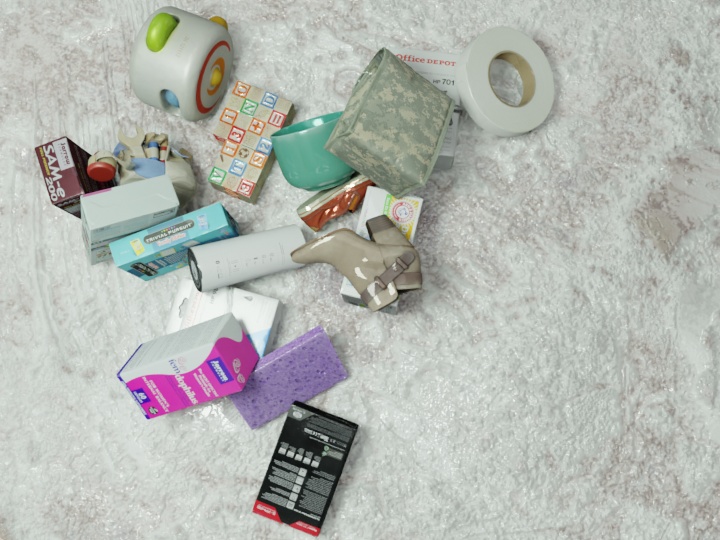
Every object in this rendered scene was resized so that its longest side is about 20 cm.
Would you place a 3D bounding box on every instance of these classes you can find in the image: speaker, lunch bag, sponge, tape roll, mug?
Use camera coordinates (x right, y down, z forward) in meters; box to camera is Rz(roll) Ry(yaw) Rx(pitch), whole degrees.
[{"bbox_3d":[-0.197,-0.024,1.255,0.200,0.081,0.081,-16,80,-24],"label":"speaker"},{"bbox_3d":[0.058,-0.253,1.196,0.164,0.118,0.200,32,69,-19],"label":"lunch bag"},{"bbox_3d":[-0.131,0.189,1.247,0.200,0.030,0.112,-29,120,-4],"label":"sponge"},{"bbox_3d":[0.269,-0.348,1.312,0.202,0.037,0.203,3,83,-25],"label":"tape roll"},{"bbox_3d":[-0.059,-0.216,1.282,0.185,0.152,0.115,-20,108,-11],"label":"mug"}]

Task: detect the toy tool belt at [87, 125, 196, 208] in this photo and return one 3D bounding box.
[{"bbox_3d":[-0.390,-0.196,1.275,0.125,0.200,0.123,-34,53,38],"label":"toy tool belt"}]

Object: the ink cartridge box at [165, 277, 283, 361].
[{"bbox_3d":[-0.252,0.085,1.278,0.200,0.067,0.116,15,82,3],"label":"ink cartridge box"}]

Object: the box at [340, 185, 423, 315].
[{"bbox_3d":[0.039,-0.035,1.269,0.101,0.113,0.200,14,80,4],"label":"box"}]

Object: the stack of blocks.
[{"bbox_3d":[-0.215,-0.240,1.335,0.115,0.059,0.200,22,82,5],"label":"stack of blocks"}]

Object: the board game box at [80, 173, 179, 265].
[{"bbox_3d":[-0.400,-0.083,1.222,0.147,0.200,0.064,-18,80,-25],"label":"board game box"}]

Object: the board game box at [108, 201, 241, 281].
[{"bbox_3d":[-0.319,-0.048,1.259,0.200,0.151,0.047,-21,80,-2],"label":"board game box"}]

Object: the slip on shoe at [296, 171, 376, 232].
[{"bbox_3d":[-0.022,-0.139,1.316,0.200,0.074,0.061,-33,108,-7],"label":"slip on shoe"}]

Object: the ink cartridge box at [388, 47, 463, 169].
[{"bbox_3d":[0.110,-0.302,1.326,0.146,0.086,0.200,6,82,2],"label":"ink cartridge box"}]

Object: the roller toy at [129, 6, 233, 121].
[{"bbox_3d":[-0.318,-0.375,1.300,0.140,0.200,0.183,22,117,5],"label":"roller toy"}]

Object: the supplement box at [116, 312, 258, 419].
[{"bbox_3d":[-0.290,0.162,1.201,0.200,0.103,0.101,-20,112,19],"label":"supplement box"}]

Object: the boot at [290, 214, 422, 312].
[{"bbox_3d":[0.000,0.000,1.174,0.200,0.070,0.146,-22,80,1],"label":"boot"}]

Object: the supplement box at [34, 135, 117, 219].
[{"bbox_3d":[-0.488,-0.149,1.254,0.061,0.200,0.109,-21,80,-1],"label":"supplement box"}]

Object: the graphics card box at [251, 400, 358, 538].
[{"bbox_3d":[-0.094,0.341,1.228,0.125,0.051,0.200,19,92,5],"label":"graphics card box"}]
